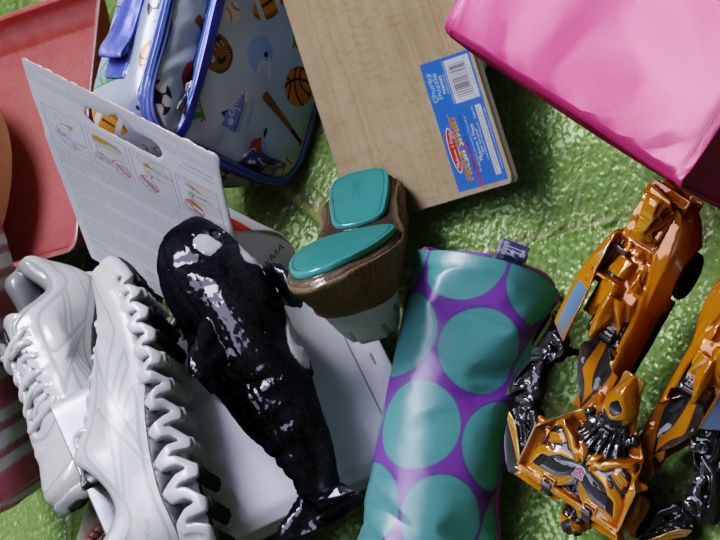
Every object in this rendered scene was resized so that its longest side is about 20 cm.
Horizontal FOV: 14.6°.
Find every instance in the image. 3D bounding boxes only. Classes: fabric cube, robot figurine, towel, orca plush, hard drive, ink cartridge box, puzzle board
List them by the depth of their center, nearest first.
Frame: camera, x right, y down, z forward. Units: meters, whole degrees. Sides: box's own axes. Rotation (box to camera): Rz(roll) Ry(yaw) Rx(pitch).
[{"bbox_3d":[0.208,-0.139,1.510,0.199,0.196,0.201,38,99,42],"label":"fabric cube"},{"bbox_3d":[0.155,0.060,1.544,0.145,0.058,0.201,32,104,23],"label":"robot figurine"},{"bbox_3d":[-0.079,0.064,1.641,0.105,0.071,0.201,-20,85,44],"label":"orca plush"},{"bbox_3d":[-0.073,0.096,1.700,0.199,0.027,0.132,-26,68,-3],"label":"hard drive"},{"bbox_3d":[0.019,-0.136,1.723,0.150,0.017,0.201,-16,93,49],"label":"puzzle board"},{"bbox_3d":[-0.119,-0.050,1.744,0.162,0.201,0.050,27,59,28],"label":"ink cartridge box"},{"bbox_3d":[-0.250,0.055,1.830,0.030,0.146,0.201,-13,95,14],"label":"towel"}]

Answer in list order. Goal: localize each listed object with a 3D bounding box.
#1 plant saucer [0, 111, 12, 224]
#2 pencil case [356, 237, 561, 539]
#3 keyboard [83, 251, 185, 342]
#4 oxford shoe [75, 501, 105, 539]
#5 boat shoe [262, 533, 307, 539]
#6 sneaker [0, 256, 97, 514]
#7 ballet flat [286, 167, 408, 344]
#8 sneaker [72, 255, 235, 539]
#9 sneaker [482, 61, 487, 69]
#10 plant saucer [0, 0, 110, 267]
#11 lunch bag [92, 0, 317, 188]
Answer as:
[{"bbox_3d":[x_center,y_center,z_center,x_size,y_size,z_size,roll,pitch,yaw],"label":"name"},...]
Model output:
[{"bbox_3d":[-0.315,-0.042,2.001,0.200,0.032,0.201,-18,62,39],"label":"plant saucer"},{"bbox_3d":[0.058,0.085,1.631,0.092,0.085,0.201,13,80,1],"label":"pencil case"},{"bbox_3d":[-0.147,0.003,1.891,0.127,0.021,0.201,4,77,43],"label":"keyboard"},{"bbox_3d":[-0.143,0.155,1.807,0.201,0.071,0.074,-62,25,0],"label":"oxford shoe"},{"bbox_3d":[-0.037,0.208,1.663,0.200,0.072,0.072,34,98,38],"label":"boat shoe"},{"bbox_3d":[-0.195,0.072,1.799,0.075,0.081,0.201,-44,33,30],"label":"sneaker"},{"bbox_3d":[0.000,0.000,1.661,0.067,0.200,0.073,-14,106,8],"label":"ballet flat"},{"bbox_3d":[-0.137,0.086,1.664,0.081,0.075,0.201,-20,67,9],"label":"sneaker"},{"bbox_3d":[0.039,-0.203,1.776,0.088,0.077,0.200,-39,65,-2],"label":"sneaker"},{"bbox_3d":[-0.249,-0.086,2.003,0.199,0.037,0.201,-14,64,40],"label":"plant saucer"},{"bbox_3d":[-0.091,-0.153,1.806,0.075,0.160,0.201,2,74,42],"label":"lunch bag"}]
